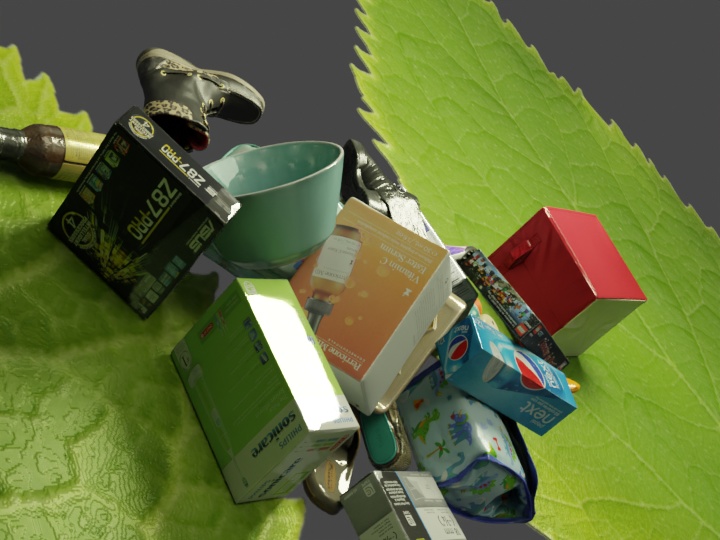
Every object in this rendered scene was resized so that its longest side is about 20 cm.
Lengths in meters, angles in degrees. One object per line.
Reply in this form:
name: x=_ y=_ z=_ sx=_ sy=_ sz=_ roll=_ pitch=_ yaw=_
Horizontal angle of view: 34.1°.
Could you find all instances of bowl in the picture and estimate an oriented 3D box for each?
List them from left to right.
bowl: x=-0.107 y=-0.072 z=1.384 sx=0.201 sy=0.197 sz=0.107 roll=-51 pitch=134 yaw=-59

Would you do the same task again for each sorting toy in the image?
sorting toy: x=0.012 y=0.058 z=1.503 sx=0.184 sy=0.037 sz=0.200 roll=35 pitch=66 yaw=15

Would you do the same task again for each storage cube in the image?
storage cube: x=0.334 y=0.023 z=1.951 sx=0.198 sy=0.171 sz=0.182 roll=3 pitch=52 yaw=-49

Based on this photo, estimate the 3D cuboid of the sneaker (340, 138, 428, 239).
sneaker: x=0.032 y=-0.094 z=1.589 sx=0.103 sy=0.060 sz=0.202 roll=17 pitch=36 yaw=-27

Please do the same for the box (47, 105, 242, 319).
box: x=-0.245 y=-0.061 z=1.312 sx=0.161 sy=0.200 sz=0.049 roll=42 pitch=39 yaw=-6

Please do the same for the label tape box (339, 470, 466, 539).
label tape box: x=0.074 y=0.333 z=1.350 sx=0.143 sy=0.063 sz=0.202 roll=16 pitch=40 yaw=-58

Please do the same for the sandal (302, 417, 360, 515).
sandal: x=-0.033 y=0.199 z=1.410 sx=0.081 sy=0.055 sz=0.202 roll=31 pitch=33 yaw=-22

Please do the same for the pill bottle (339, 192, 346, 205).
pill bottle: x=0.000 y=0.000 z=1.623 sx=0.200 sy=0.116 sz=0.116 roll=46 pitch=31 yaw=2

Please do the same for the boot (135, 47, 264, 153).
boot: x=-0.225 y=-0.224 z=1.652 sx=0.198 sy=0.073 sz=0.152 roll=23 pitch=36 yaw=-27

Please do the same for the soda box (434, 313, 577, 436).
soda box: x=0.188 y=0.136 z=1.505 sx=0.199 sy=0.068 sz=0.065 roll=32 pitch=29 yaw=-35

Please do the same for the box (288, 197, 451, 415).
box: x=-0.001 y=0.043 z=1.427 sx=0.151 sy=0.107 sz=0.201 roll=28 pitch=68 yaw=19

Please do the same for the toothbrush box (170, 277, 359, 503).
toothbrush box: x=-0.110 y=0.132 z=1.307 sx=0.085 sy=0.146 sz=0.202 roll=4 pitch=49 yaw=-47

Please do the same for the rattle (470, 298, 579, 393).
rattle: x=0.217 y=0.099 z=1.718 sx=0.129 sy=0.142 sz=0.204 roll=11 pitch=61 yaw=-40

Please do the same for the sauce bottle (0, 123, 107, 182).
sauce bottle: x=-0.362 y=-0.141 z=1.398 sx=0.198 sy=0.065 sz=0.065 roll=8 pitch=46 yaw=-48

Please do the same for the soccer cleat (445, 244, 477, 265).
soccer cleat: x=0.124 y=-0.019 z=1.853 sx=0.073 sy=0.069 sz=0.199 roll=37 pitch=23 yaw=23

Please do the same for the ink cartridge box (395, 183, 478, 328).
ink cartridge box: x=0.081 y=0.006 z=1.690 sx=0.043 sy=0.201 sz=0.198 roll=-27 pitch=71 yaw=-21

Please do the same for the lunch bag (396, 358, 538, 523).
lunch bag: x=0.153 y=0.232 z=1.545 sx=0.200 sy=0.126 sz=0.172 roll=39 pitch=24 yaw=-46

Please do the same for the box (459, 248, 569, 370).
box: x=0.214 y=0.063 z=1.608 sx=0.137 sy=0.038 sz=0.200 roll=53 pitch=4 yaw=29

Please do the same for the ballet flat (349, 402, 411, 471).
ballet flat: x=0.018 y=0.170 z=1.511 sx=0.075 sy=0.067 sz=0.203 roll=36 pitch=30 yaw=-59

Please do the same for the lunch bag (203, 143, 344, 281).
lunch bag: x=-0.128 y=-0.059 z=1.507 sx=0.198 sy=0.077 sz=0.161 roll=34 pitch=62 yaw=12
